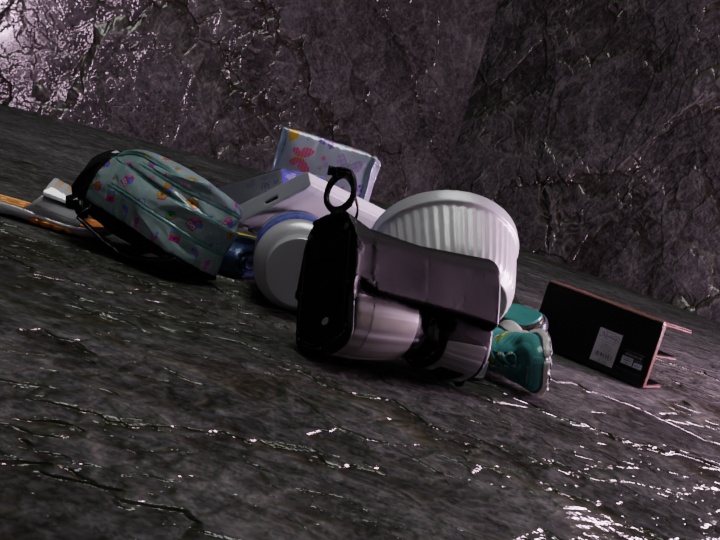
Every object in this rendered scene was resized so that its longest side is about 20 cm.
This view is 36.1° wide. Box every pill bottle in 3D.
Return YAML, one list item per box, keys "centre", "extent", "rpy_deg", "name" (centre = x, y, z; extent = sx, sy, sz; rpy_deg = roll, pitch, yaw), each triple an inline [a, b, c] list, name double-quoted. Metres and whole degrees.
- centre: [-0.081, -0.012, 1.388]
  extent: [0.110, 0.114, 0.200]
  rpy_deg: [16, 7, -6]
  name: "pill bottle"

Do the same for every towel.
- centre: [-0.226, -0.043, 1.538]
  extent: [0.198, 0.049, 0.111]
  rpy_deg: [20, 8, 22]
  name: "towel"

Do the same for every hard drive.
- centre: [-0.065, -0.075, 1.540]
  extent: [0.131, 0.027, 0.199]
  rpy_deg: [-23, -24, 27]
  name: "hard drive"

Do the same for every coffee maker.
- centre: [0.048, 0.012, 1.171]
  extent: [0.198, 0.195, 0.134]
  rpy_deg: [12, 9, -34]
  name: "coffee maker"

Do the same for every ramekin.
- centre: [0.108, 0.003, 1.417]
  extent: [0.197, 0.201, 0.106]
  rpy_deg: [14, 49, -18]
  name: "ramekin"

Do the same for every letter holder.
- centre: [0.389, 0.100, 1.706]
  extent: [0.198, 0.102, 0.141]
  rpy_deg: [22, 7, 36]
  name: "letter holder"

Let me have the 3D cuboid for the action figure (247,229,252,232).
- centre: [-0.092, -0.074, 1.911]
  extent: [0.198, 0.100, 0.065]
  rpy_deg: [24, 2, 29]
  name: "action figure"

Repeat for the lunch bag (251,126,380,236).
- centre: [-0.075, -0.109, 1.793]
  extent: [0.167, 0.203, 0.127]
  rpy_deg: [17, -1, 4]
  name: "lunch bag"

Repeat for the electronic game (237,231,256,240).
- centre: [-0.119, -0.026, 1.662]
  extent: [0.197, 0.042, 0.200]
  rpy_deg: [18, 3, -1]
  name: "electronic game"

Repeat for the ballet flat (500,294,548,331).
- centre: [0.218, 0.072, 1.648]
  extent: [0.072, 0.074, 0.200]
  rpy_deg: [13, 13, -26]
  name: "ballet flat"

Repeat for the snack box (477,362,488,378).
- centre: [0.056, 0.083, 1.330]
  extent: [0.199, 0.025, 0.071]
  rpy_deg: [23, 9, 39]
  name: "snack box"

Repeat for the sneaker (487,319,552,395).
- centre: [0.172, 0.104, 1.326]
  extent: [0.078, 0.079, 0.200]
  rpy_deg: [2, 3, -17]
  name: "sneaker"

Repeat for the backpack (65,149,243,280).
- centre: [-0.245, -0.072, 1.382]
  extent: [0.199, 0.128, 0.166]
  rpy_deg: [28, 5, 33]
  name: "backpack"

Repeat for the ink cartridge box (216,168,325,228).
- centre: [-0.151, -0.100, 1.596]
  extent: [0.198, 0.045, 0.093]
  rpy_deg: [-12, -12, 41]
  name: "ink cartridge box"

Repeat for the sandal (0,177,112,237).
- centre: [-0.413, -0.093, 1.427]
  extent: [0.204, 0.060, 0.079]
  rpy_deg: [16, 7, -14]
  name: "sandal"
